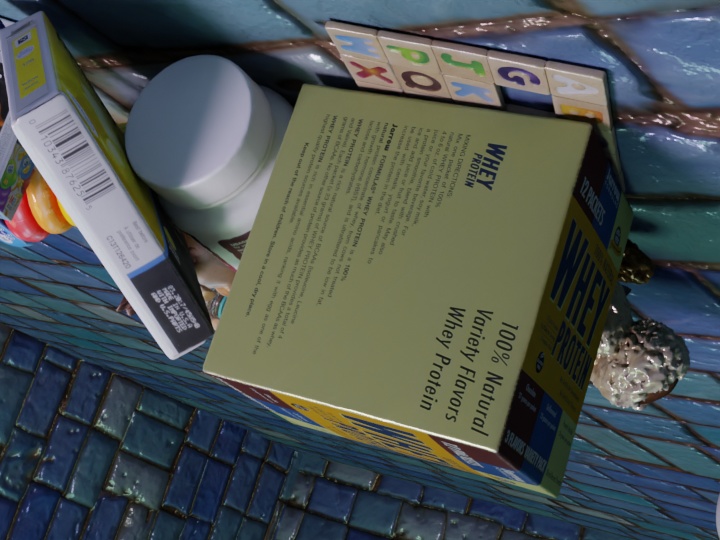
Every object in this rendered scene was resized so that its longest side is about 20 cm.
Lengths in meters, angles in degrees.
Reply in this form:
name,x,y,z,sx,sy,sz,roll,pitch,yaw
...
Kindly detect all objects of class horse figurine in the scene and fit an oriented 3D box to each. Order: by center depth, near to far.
name,x,y,z,sx,sy,sz,roll,pitch,yaw
horse figurine,-0.123,0.004,0.980,0.132,0.050,0.199,39,-163,35

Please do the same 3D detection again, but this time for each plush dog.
name,x,y,z,sx,sy,sz,roll,pitch,yaw
plush dog,0.133,0.017,0.921,0.198,0.162,0.172,-12,144,10

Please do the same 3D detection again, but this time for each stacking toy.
name,x,y,z,sx,sy,sz,roll,pitch,yaw
stacking toy,-0.232,-0.081,1.098,0.197,0.111,0.116,1,162,12

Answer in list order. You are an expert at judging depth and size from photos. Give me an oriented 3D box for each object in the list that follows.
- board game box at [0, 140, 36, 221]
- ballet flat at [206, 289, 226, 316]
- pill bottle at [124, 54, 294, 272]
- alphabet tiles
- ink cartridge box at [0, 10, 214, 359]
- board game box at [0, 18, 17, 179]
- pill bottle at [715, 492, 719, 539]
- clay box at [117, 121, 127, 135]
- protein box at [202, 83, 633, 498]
name,x,y,z,sx,sy,sz,roll,pitch,yaw
board game box,-0.372,-0.130,1.021,0.198,0.104,0.105,16,161,12
ballet flat,-0.157,0.057,1.591,0.075,0.068,0.200,30,176,31
pill bottle,-0.074,-0.060,0.872,0.113,0.115,0.200,12,164,27
alphabet tiles,0.080,-0.091,0.772,0.165,0.008,0.200,14,165,20
ink cartridge box,-0.172,-0.070,0.829,0.199,0.047,0.201,61,-178,-36
board game box,-0.340,-0.141,0.901,0.198,0.128,0.035,18,168,5
pill bottle,0.539,0.305,1.484,0.199,0.112,0.110,5,161,46
clay box,-0.132,-0.073,1.003,0.114,0.048,0.200,-8,153,28
protein box,0.043,0.011,0.781,0.198,0.201,0.135,12,165,28
